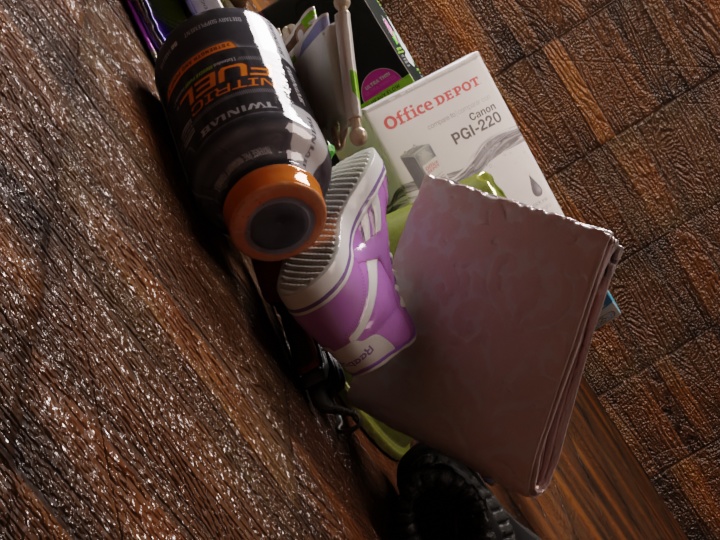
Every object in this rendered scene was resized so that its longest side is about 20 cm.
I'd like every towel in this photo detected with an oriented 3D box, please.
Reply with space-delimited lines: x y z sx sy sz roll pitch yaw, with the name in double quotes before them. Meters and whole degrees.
"towel" -0.142 -0.168 1.503 0.201 0.023 0.144 62 10 20
"towel" 0.087 0.041 1.300 0.032 0.193 0.199 15 5 -43

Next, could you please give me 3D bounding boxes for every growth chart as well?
"growth chart" -0.049 -0.129 1.392 0.018 0.200 0.146 6 69 -26

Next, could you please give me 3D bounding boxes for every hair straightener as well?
"hair straightener" -0.034 0.040 1.334 0.077 0.041 0.201 46 15 -55

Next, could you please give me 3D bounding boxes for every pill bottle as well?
"pill bottle" -0.082 -0.096 1.312 0.106 0.106 0.201 51 11 -43

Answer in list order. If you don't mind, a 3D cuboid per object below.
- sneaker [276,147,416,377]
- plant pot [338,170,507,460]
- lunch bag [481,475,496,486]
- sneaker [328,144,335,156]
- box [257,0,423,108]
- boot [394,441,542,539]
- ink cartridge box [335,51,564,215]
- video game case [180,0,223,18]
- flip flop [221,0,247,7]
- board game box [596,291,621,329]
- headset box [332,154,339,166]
"sneaker" -0.001 0.000 1.328 0.115 0.072 0.201 51 32 -24
"plant pot" 0.059 0.020 1.463 0.201 0.183 0.201 56 9 -14
"lunch bag" 0.087 0.106 1.719 0.200 0.075 0.161 51 9 -50
"sneaker" -0.011 -0.032 1.585 0.201 0.085 0.078 56 9 -25
"box" -0.022 -0.207 1.918 0.201 0.148 0.124 59 10 -2
"boot" 0.097 0.222 1.320 0.211 0.079 0.158 47 3 -5
"ink cartridge box" 0.083 -0.075 1.627 0.201 0.145 0.085 61 -28 1
"video game case" -0.144 -0.237 1.591 0.182 0.025 0.200 62 -4 20
"flip flop" -0.128 -0.273 1.729 0.201 0.057 0.081 64 -9 -28
"board game box" 0.171 0.058 1.938 0.047 0.199 0.151 62 9 28
"headset box" 0.034 -0.035 1.780 0.149 0.077 0.200 46 0 38
